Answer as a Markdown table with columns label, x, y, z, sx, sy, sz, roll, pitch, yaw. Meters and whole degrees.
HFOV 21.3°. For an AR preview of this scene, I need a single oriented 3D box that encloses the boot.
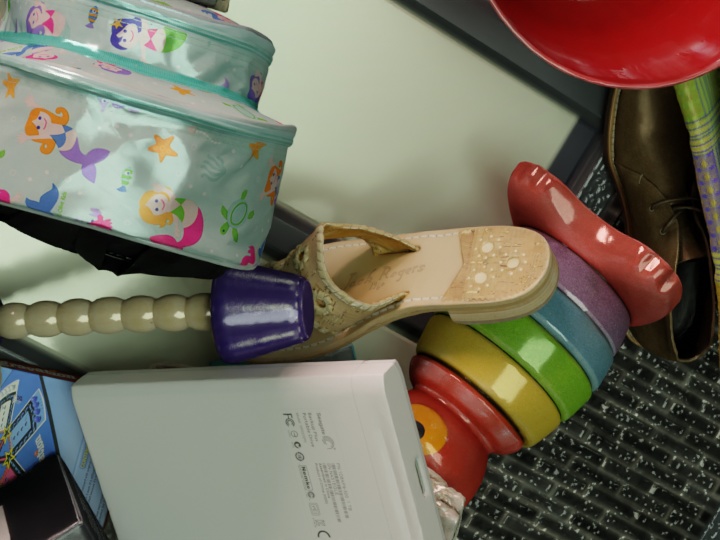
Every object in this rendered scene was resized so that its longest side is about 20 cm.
| label | x | y | z | sx | sy | sz | roll | pitch | yaw |
| --- | --- | --- | --- | --- | --- | --- | --- | --- | --- |
| boot | 0.192 | -0.042 | 1.158 | 0.073 | 0.075 | 0.201 | -7 | 106 | -13 |

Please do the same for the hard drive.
| label | x | y | z | sx | sy | sz | roll | pitch | yaw |
| --- | --- | --- | --- | --- | --- | --- | --- | --- | --- |
| hard drive | -0.055 | 0.115 | 1.051 | 0.199 | 0.027 | 0.133 | -4 | 112 | 29 |

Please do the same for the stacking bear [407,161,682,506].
| label | x | y | z | sx | sy | sz | roll | pitch | yaw |
| --- | --- | --- | --- | --- | --- | --- | --- | --- | --- |
| stacking bear | 0.077 | 0.058 | 1.114 | 0.121 | 0.114 | 0.200 | 38 | 78 | 16 |

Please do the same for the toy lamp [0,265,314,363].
| label | x | y | z | sx | sy | sz | roll | pitch | yaw |
| --- | --- | --- | --- | --- | --- | --- | --- | --- | --- |
| toy lamp | -0.125 | 0.025 | 1.052 | 0.199 | 0.058 | 0.059 | -2 | 108 | 13 |

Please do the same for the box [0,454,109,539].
| label | x | y | z | sx | sy | sz | roll | pitch | yaw |
| --- | --- | --- | --- | --- | --- | --- | --- | --- | --- |
| box | -0.184 | 0.235 | 1.087 | 0.148 | 0.107 | 0.201 | -28 | 111 | -7 |

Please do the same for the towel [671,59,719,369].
| label | x | y | z | sx | sy | sz | roll | pitch | yaw |
| --- | --- | --- | --- | --- | --- | --- | --- | --- | --- |
| towel | 0.222 | -0.045 | 1.144 | 0.023 | 0.144 | 0.201 | -3 | 113 | 25 |

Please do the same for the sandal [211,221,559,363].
| label | x | y | z | sx | sy | sz | roll | pitch | yaw |
| --- | --- | --- | --- | --- | --- | --- | --- | --- | --- |
| sandal | 0.001 | -0.005 | 1.067 | 0.210 | 0.078 | 0.070 | -8 | 142 | 21 |

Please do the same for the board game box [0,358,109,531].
| label | x | y | z | sx | sy | sz | roll | pitch | yaw |
| --- | --- | --- | --- | --- | --- | --- | --- | --- | --- |
| board game box | -0.204 | 0.154 | 1.125 | 0.102 | 0.019 | 0.201 | 13 | 102 | -21 |

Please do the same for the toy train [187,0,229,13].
| label | x | y | z | sx | sy | sz | roll | pitch | yaw |
| --- | --- | --- | --- | --- | --- | --- | --- | --- | --- |
| toy train | -0.062 | -0.234 | 1.043 | 0.034 | 0.046 | 0.201 | 16 | 98 | -8 |

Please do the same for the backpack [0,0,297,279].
| label | x | y | z | sx | sy | sz | roll | pitch | yaw |
| --- | --- | --- | --- | --- | --- | --- | --- | --- | --- |
| backpack | -0.124 | -0.070 | 0.987 | 0.177 | 0.200 | 0.151 | 16 | 98 | -19 |

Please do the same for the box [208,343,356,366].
| label | x | y | z | sx | sy | sz | roll | pitch | yaw |
| --- | --- | --- | --- | --- | --- | --- | --- | --- | --- |
| box | -0.025 | 0.139 | 1.158 | 0.082 | 0.049 | 0.201 | -18 | 110 | -11 |

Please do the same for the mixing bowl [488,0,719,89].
| label | x | y | z | sx | sy | sz | roll | pitch | yaw |
| --- | --- | --- | --- | --- | --- | --- | --- | --- | --- |
| mixing bowl | 0.140 | -0.204 | 1.071 | 0.199 | 0.108 | 0.202 | -2 | 98 | -12 |

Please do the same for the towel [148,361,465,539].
| label | x | y | z | sx | sy | sz | roll | pitch | yaw |
| --- | --- | --- | --- | --- | --- | --- | --- | --- | --- |
| towel | -0.042 | 0.143 | 1.094 | 0.199 | 0.034 | 0.133 | 21 | 121 | 16 |
